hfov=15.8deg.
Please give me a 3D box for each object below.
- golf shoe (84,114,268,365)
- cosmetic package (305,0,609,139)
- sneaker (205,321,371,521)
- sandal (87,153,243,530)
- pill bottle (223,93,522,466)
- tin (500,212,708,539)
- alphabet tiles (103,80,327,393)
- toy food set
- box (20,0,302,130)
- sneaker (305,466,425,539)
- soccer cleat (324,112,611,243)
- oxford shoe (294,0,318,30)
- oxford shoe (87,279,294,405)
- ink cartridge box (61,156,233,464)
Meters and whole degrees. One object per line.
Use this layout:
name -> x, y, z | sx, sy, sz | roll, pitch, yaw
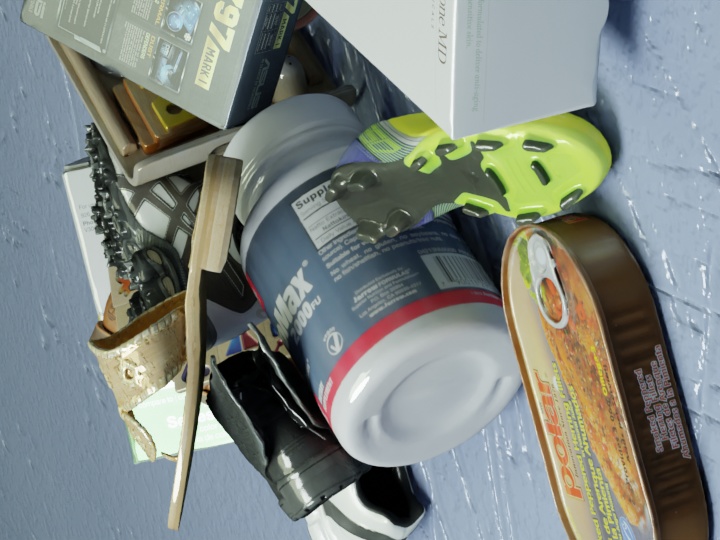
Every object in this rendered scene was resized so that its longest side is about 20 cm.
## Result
golf shoe -> -0.110, -0.026, 1.569 | 0.078, 0.094, 0.201 | 91, 160, -49
cosmetic package -> 0.034, -0.159, 1.243 | 0.200, 0.084, 0.108 | 47, 145, 50
sneaker -> -0.045, 0.087, 1.485 | 0.104, 0.060, 0.200 | 55, 177, 3
sandal -> -0.117, 0.035, 1.452 | 0.078, 0.069, 0.213 | -93, 13, -80
pill bottle -> 0.000, 0.000, 1.460 | 0.200, 0.119, 0.120 | 58, 155, 35
tin -> 0.123, 0.069, 1.314 | 0.112, 0.042, 0.201 | -6, 100, 65
alphabet tiles -> -0.084, -0.031, 1.594 | 0.006, 0.166, 0.201 | 33, -137, -60
toy food set -> -0.108, -0.148, 1.579 | 0.061, 0.143, 0.200 | 86, 157, -51
box -> -0.100, -0.203, 1.479 | 0.157, 0.051, 0.201 | 28, 116, 23
sneaker -> -0.013, 0.089, 1.654 | 0.080, 0.073, 0.201 | -32, 80, 54
soccer cleat -> 0.060, -0.065, 1.334 | 0.200, 0.084, 0.065 | -9, 126, 53
oxford shoe -> -0.068, -0.232, 1.559 | 0.074, 0.070, 0.201 | 49, -161, -78
oxford shoe -> -0.075, 0.049, 1.601 | 0.199, 0.071, 0.072 | 23, 99, 19
ink cartridge box -> -0.118, 0.010, 1.725 | 0.145, 0.087, 0.201 | -36, -69, -74
